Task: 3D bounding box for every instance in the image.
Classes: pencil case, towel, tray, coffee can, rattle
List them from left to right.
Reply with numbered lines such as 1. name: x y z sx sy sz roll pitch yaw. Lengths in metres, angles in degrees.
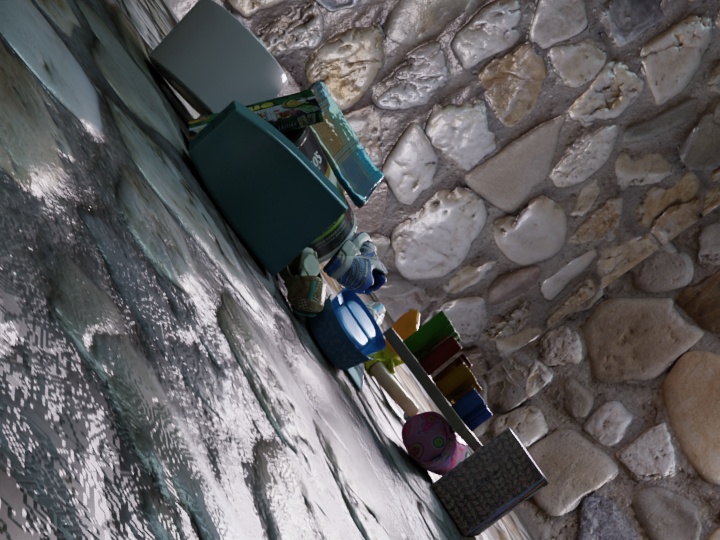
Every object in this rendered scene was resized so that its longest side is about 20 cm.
1. coffee can: -0.108 -0.126 1.656 0.201 0.145 0.147 62 -2 -35
2. tray: -0.047 0.093 1.655 0.201 0.022 0.107 56 3 -4
3. towel: -0.034 -0.208 1.736 0.201 0.022 0.147 56 26 -12
4. rattle: 0.095 0.189 1.919 0.200 0.143 0.130 49 -15 -13
5. pencil case: 0.125 0.284 1.734 0.088 0.087 0.200 56 1 22

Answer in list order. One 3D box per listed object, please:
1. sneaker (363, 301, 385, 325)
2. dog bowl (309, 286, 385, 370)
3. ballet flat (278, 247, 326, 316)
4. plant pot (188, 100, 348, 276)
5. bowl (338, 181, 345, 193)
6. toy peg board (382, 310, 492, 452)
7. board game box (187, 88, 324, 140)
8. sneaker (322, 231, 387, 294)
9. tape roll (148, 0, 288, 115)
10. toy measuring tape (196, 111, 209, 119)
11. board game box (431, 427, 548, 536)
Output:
1. sneaker: 0.004 0.087 2.030 0.075 0.086 0.200 56 4 5
2. dog bowl: -0.021 0.088 1.574 0.112 0.049 0.200 57 11 2
3. ballet flat: -0.079 0.003 1.547 0.070 0.066 0.200 13 16 -17
4. plant pot: -0.140 -0.128 1.479 0.200 0.141 0.141 48 4 -17
5. bowl: -0.083 -0.227 1.833 0.199 0.095 0.201 34 -9 6
6. toy peg board: 0.147 0.168 1.692 0.200 0.097 0.200 52 1 21
7. board game box: -0.158 -0.222 1.587 0.105 0.197 0.024 -116 -168 -62
8. sneaker: 0.000 0.000 1.649 0.085 0.077 0.200 42 15 2
9. tape roll: -0.238 -0.336 1.794 0.202 0.139 0.203 42 -5 4
10. toy measuring tape: -0.196 -0.169 1.729 0.201 0.073 0.074 54 3 -18
11. board game box: 0.220 0.356 1.774 0.097 0.159 0.200 54 1 18
